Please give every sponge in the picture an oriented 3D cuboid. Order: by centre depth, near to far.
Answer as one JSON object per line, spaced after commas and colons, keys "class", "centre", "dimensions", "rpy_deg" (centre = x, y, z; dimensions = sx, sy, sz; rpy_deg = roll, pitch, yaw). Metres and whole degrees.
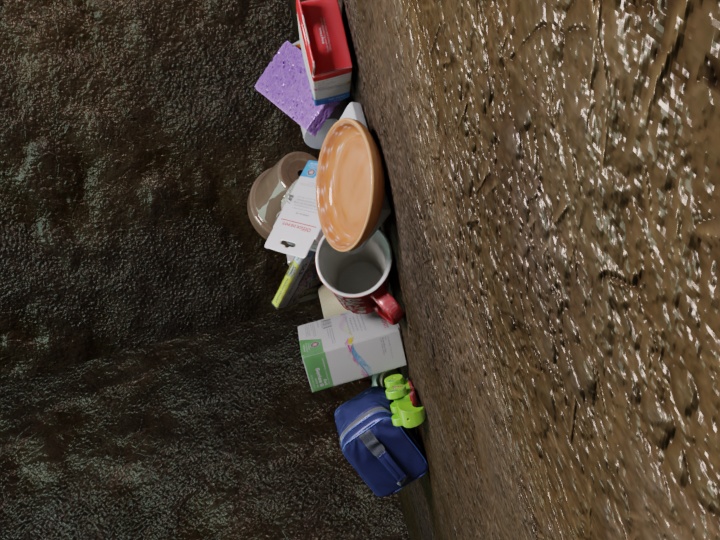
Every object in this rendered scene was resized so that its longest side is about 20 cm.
{"class": "sponge", "centre": [-0.114, -0.345, 1.289], "dimensions": [0.200, 0.112, 0.030], "rpy_deg": [44, -170, 37]}

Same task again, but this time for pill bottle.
{"class": "pill bottle", "centre": [-0.086, -0.349, 1.358], "dimensions": [0.110, 0.107, 0.204], "rpy_deg": [84, 173, -64]}

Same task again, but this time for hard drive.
{"class": "hard drive", "centre": [-0.010, -0.150, 1.122], "dimensions": [0.132, 0.026, 0.204], "rpy_deg": [-49, 49, 52]}

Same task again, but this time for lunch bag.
{"class": "lunch bag", "centre": [0.045, 0.356, 1.382], "dimensions": [0.201, 0.135, 0.133], "rpy_deg": [53, -172, -25]}

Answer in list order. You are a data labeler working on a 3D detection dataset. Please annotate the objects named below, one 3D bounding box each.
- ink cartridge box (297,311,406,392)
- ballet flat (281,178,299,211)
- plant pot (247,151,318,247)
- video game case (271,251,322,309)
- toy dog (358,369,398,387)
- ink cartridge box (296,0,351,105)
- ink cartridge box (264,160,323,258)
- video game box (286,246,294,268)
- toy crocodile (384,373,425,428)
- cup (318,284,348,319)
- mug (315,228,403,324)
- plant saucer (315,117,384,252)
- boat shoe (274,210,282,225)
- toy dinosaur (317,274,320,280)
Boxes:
{"class": "ink cartridge box", "centre": [-0.018, 0.149, 1.367], "dimensions": [0.146, 0.196, 0.089], "rpy_deg": [-116, 9, -70]}
{"class": "ballet flat", "centre": [-0.098, -0.189, 1.435], "dimensions": [0.072, 0.200, 0.072], "rpy_deg": [47, -178, -2]}
{"class": "plant pot", "centre": [-0.149, -0.178, 1.571], "dimensions": [0.175, 0.196, 0.205], "rpy_deg": [131, 129, -61]}
{"class": "video game case", "centre": [-0.090, -0.005, 1.517], "dimensions": [0.025, 0.198, 0.183], "rpy_deg": [43, 121, 23]}
{"class": "toy dog", "centre": [0.055, 0.306, 1.565], "dimensions": [0.132, 0.094, 0.205], "rpy_deg": [90, 166, -77]}
{"class": "ink cartridge box", "centre": [-0.058, -0.357, 1.107], "dimensions": [0.200, 0.066, 0.119], "rpy_deg": [146, 111, -86]}
{"class": "ink cartridge box", "centre": [-0.088, -0.105, 1.326], "dimensions": [0.067, 0.114, 0.203], "rpy_deg": [46, -115, -50]}
{"class": "video game box", "centre": [-0.074, -0.016, 1.675], "dimensions": [0.183, 0.195, 0.048], "rpy_deg": [86, 171, -66]}
{"class": "toy crocodile", "centre": [0.081, 0.238, 1.278], "dimensions": [0.200, 0.060, 0.069], "rpy_deg": [-91, -12, -84]}
{"class": "cup", "centre": [-0.017, 0.076, 1.540], "dimensions": [0.200, 0.140, 0.205], "rpy_deg": [166, 90, -86]}
{"class": "mug", "centre": [-0.001, 0.026, 1.235], "dimensions": [0.200, 0.130, 0.182], "rpy_deg": [77, -179, -74]}
{"class": "plant saucer", "centre": [-0.015, -0.132, 1.067], "dimensions": [0.199, 0.037, 0.206], "rpy_deg": [3, 93, 62]}
{"class": "boat shoe", "centre": [-0.080, -0.099, 1.415], "dimensions": [0.057, 0.195, 0.068], "rpy_deg": [-101, 5, -60]}
{"class": "toy dinosaur", "centre": [0.000, 0.000, 1.448], "dimensions": [0.060, 0.197, 0.108], "rpy_deg": [36, -119, -45]}
